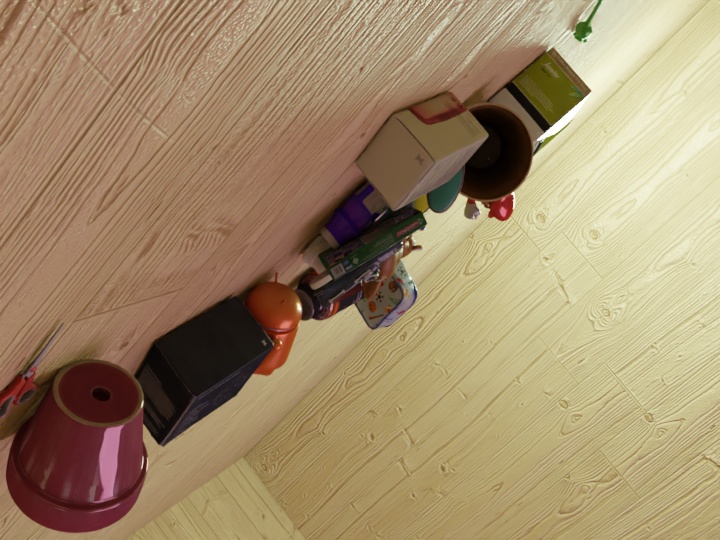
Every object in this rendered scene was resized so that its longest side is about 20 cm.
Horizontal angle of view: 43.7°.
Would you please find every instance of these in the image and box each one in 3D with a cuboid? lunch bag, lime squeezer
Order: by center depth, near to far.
[{"bbox_3d":[0.483,-0.525,1.939,0.200,0.037,0.072,71,37,-80],"label":"lime squeezer"},{"bbox_3d":[0.032,0.025,2.067,0.075,0.202,0.160,-9,151,-47],"label":"lunch bag"}]

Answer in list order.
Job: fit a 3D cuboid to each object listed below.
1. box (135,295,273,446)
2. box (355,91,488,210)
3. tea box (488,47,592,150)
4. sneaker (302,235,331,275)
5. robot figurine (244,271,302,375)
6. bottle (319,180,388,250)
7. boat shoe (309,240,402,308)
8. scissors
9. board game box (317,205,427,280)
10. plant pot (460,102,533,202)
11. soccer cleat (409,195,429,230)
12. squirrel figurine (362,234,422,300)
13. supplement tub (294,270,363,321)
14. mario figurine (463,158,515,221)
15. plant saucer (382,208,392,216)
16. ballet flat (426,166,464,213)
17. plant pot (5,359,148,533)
[{"bbox_3d":[-0.289,0.179,1.604,0.199,0.125,0.197,-32,169,-45],"label":"box"},{"bbox_3d":[0.107,-0.206,1.528,0.199,0.109,0.128,-31,167,-50],"label":"box"},{"bbox_3d":[0.375,-0.343,1.972,0.196,0.134,0.200,-39,172,-10],"label":"tea box"},{"bbox_3d":[-0.014,-0.055,1.760,0.199,0.100,0.078,-41,172,-6],"label":"sneaker"},{"bbox_3d":[-0.175,0.108,1.705,0.144,0.115,0.203,-42,157,-54],"label":"robot figurine"},{"bbox_3d":[0.011,-0.121,1.663,0.199,0.066,0.084,-42,177,-2],"label":"bottle"},{"bbox_3d":[0.000,0.000,1.690,0.198,0.063,0.075,-32,-166,-10],"label":"boat shoe"},{"bbox_3d":[-0.424,0.133,1.135,0.073,0.014,0.200,-31,168,-44],"label":"scissors"},{"bbox_3d":[0.020,-0.056,1.655,0.197,0.030,0.135,-31,-167,-3],"label":"board game box"},{"bbox_3d":[0.252,-0.247,1.835,0.186,0.187,0.200,-42,-176,11],"label":"plant pot"},{"bbox_3d":[0.130,-0.172,1.760,0.065,0.082,0.203,-41,155,-58],"label":"soccer cleat"},{"bbox_3d":[0.068,-0.066,1.914,0.185,0.142,0.201,-18,149,-50],"label":"squirrel figurine"},{"bbox_3d":[-0.068,0.042,1.971,0.199,0.108,0.107,-27,164,-48],"label":"supplement tub"},{"bbox_3d":[0.263,-0.188,2.006,0.123,0.201,0.106,-42,171,16],"label":"mario figurine"},{"bbox_3d":[0.082,-0.171,1.735,0.019,0.071,0.201,-6,149,-30],"label":"plant saucer"},{"bbox_3d":[0.168,-0.207,1.690,0.067,0.066,0.205,-53,157,-84],"label":"ballet flat"},{"bbox_3d":[-0.390,0.236,1.278,0.199,0.199,0.181,-30,151,-52],"label":"plant pot"}]
